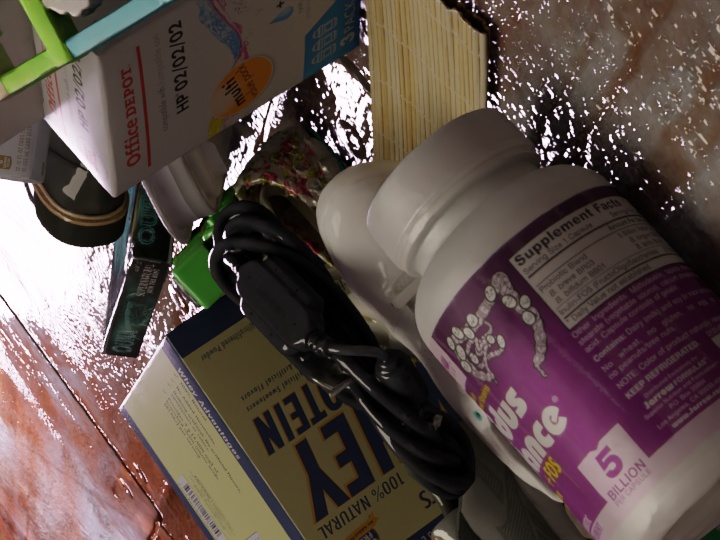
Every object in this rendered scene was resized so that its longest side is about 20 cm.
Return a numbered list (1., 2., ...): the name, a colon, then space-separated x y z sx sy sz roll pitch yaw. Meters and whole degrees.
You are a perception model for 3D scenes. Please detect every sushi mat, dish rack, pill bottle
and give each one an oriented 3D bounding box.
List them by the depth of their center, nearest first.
1. pill bottle: 0.095 0.026 0.916 0.200 0.112 0.112 49 158 20
2. sushi mat: 0.033 -0.077 1.044 0.096 0.012 0.200 43 155 30
3. dish rack: -0.111 -0.120 1.160 0.200 0.043 0.172 -88 -25 -68

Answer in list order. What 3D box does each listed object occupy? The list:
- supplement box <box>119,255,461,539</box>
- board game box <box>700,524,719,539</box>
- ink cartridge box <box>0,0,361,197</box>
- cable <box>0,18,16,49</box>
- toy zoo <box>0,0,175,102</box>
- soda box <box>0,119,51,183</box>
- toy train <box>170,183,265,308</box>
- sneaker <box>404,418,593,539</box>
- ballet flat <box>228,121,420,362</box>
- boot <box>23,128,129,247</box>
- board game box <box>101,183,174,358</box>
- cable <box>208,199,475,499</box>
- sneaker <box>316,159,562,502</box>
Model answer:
1. supplement box: -0.028 0.108 1.271 0.200 0.134 0.200 55 159 5
2. board game box: 0.179 0.197 1.092 0.135 0.029 0.200 55 159 7
3. ink cartridge box: -0.095 -0.116 1.005 0.068 0.200 0.115 46 157 25
4. cable: -0.153 -0.193 0.998 0.097 0.050 0.201 3 87 47
5. toy zoo: -0.110 -0.172 0.885 0.200 0.020 0.132 -27 95 24
6. soda box: -0.202 -0.153 1.185 0.068 0.063 0.201 -158 75 -87
7. toy train: -0.085 -0.015 1.242 0.042 0.056 0.200 46 -177 -7
8. sneaker: 0.087 0.161 1.107 0.074 0.079 0.200 99 150 -48
9. ballet flat: 0.000 0.000 1.155 0.200 0.064 0.076 45 155 26
10. boot: -0.189 -0.130 1.292 0.200 0.077 0.139 49 140 32
11. board game box: -0.141 -0.036 1.354 0.200 0.028 0.136 121 155 -67
12. cable: -0.008 0.039 1.075 0.163 0.051 0.200 45 176 -37
13. sneaker: 0.054 0.032 1.021 0.200 0.075 0.089 50 -168 -22
